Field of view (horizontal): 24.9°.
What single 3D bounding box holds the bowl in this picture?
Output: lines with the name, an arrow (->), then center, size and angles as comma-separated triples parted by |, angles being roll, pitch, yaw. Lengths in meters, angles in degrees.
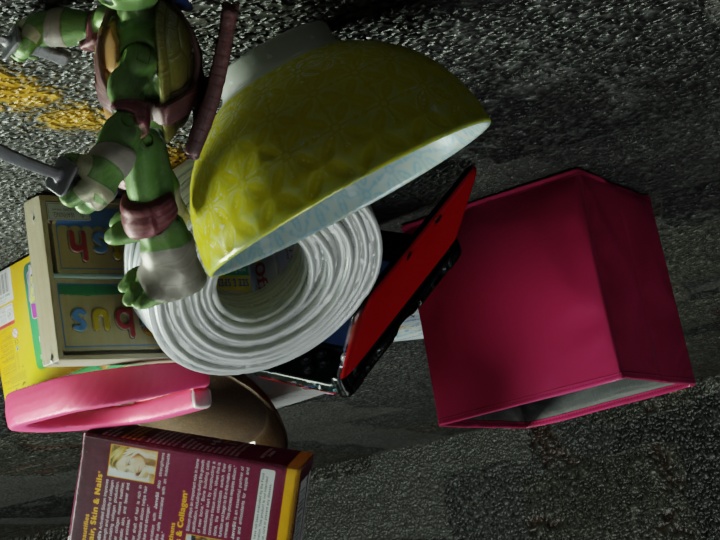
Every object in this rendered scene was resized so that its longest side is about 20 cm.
bowl -> -0.031, -0.089, 1.011 | 0.200, 0.108, 0.200 | -29, 178, -1

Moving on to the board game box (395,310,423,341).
board game box -> 0.057, 0.040, 1.841 | 0.199, 0.043, 0.200 | -3, 165, -25

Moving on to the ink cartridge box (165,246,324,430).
ink cartridge box -> -0.121, 0.069, 1.581 | 0.200, 0.146, 0.084 | -19, 167, 33

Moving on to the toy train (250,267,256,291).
toy train -> -0.186, 0.025, 1.490 | 0.200, 0.087, 0.114 | -17, 173, 27

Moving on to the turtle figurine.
turtle figurine -> -0.159, -0.075, 0.892 | 0.144, 0.194, 0.200 | 25, -130, 37

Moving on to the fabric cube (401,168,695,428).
fabric cube -> 0.183, 0.036, 1.578 | 0.196, 0.200, 0.200 | -19, 165, 28

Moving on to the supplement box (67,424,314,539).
supplement box -> -0.152, 0.208, 1.470 | 0.200, 0.110, 0.086 | 9, -176, 7

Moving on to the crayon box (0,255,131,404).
crayon box -> -0.240, 0.035, 1.397 | 0.058, 0.119, 0.200 | 1, 163, -43

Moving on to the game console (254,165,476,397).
game console -> 0.000, 0.000, 1.423 | 0.172, 0.119, 0.200 | 9, -135, 37

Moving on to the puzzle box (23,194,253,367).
puzzle box -> -0.172, 0.009, 1.307 | 0.200, 0.133, 0.025 | 0, 166, -42

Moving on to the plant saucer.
plant saucer -> -0.161, 0.131, 1.514 | 0.200, 0.037, 0.200 | 9, 139, 8

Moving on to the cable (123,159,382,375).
cable -> -0.080, -0.008, 1.249 | 0.200, 0.069, 0.200 | 0, 123, -30

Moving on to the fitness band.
fitness band -> -0.212, 0.109, 1.363 | 0.144, 0.037, 0.200 | -1, 169, -39
